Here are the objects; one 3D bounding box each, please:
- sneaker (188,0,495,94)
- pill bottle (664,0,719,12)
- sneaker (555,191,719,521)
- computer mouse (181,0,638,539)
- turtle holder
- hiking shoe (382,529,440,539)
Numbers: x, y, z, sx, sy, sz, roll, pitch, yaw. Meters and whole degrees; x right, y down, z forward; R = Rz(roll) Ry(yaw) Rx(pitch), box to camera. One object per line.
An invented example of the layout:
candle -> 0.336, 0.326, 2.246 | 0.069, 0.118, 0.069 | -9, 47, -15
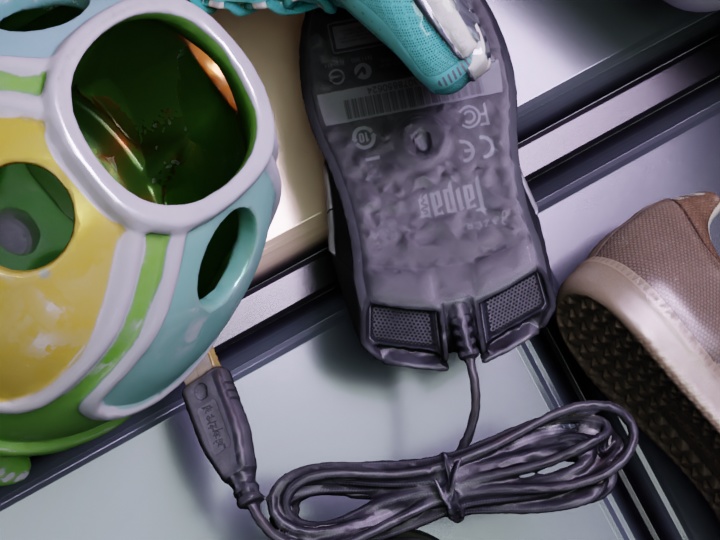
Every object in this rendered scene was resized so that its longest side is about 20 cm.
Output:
sneaker -> -0.038, -0.113, 0.777 | 0.200, 0.078, 0.080 | 38, 87, 23
pill bottle -> 0.112, -0.162, 0.811 | 0.200, 0.112, 0.112 | 40, 76, -5
sneaker -> 0.155, 0.060, 0.815 | 0.075, 0.070, 0.200 | -42, 97, -25
computer mouse -> 0.000, 0.000, 0.796 | 0.139, 0.046, 0.202 | -17, 76, -5
turtle holder -> -0.107, -0.019, 0.706 | 0.185, 0.131, 0.142 | -8, 74, -42
hiking shoe -> -0.044, 0.137, 0.743 | 0.199, 0.101, 0.076 | -29, 89, -15
